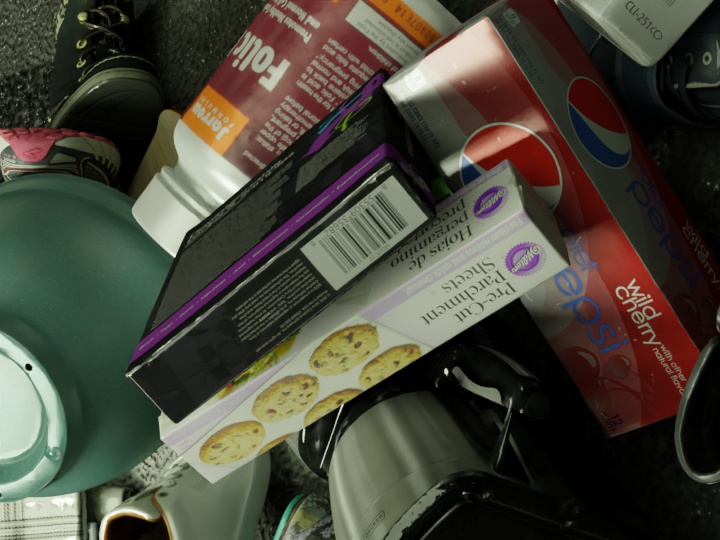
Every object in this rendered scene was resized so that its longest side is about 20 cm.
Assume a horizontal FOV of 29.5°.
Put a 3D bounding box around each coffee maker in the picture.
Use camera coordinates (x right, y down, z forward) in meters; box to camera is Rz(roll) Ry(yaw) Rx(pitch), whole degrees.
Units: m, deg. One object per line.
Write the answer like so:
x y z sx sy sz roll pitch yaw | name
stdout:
0.053 0.113 0.663 0.134 0.192 0.200 -39 30 6 | coffee maker

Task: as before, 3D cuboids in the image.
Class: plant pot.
-0.203 0.058 0.833 0.199 0.134 0.202 6 113 13 | plant pot

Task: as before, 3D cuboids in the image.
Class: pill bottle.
-0.035 -0.085 0.790 0.200 0.114 0.114 -52 47 4 | pill bottle

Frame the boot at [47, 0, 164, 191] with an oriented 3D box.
-0.190 -0.150 0.996 0.204 0.073 0.155 137 135 -62 | boot

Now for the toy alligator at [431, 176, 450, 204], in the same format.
0.000 0.000 0.808 0.200 0.054 0.060 -47 51 28 | toy alligator

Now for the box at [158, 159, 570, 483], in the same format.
-0.003 0.026 0.605 0.199 0.041 0.039 -32 35 18 | box

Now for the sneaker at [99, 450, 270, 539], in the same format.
-0.107 0.138 0.822 0.073 0.084 0.201 -43 25 25 | sneaker

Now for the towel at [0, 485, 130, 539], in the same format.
-0.256 0.244 0.956 0.198 0.035 0.194 -4 75 9 | towel

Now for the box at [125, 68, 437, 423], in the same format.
-0.032 -0.021 0.639 0.143 0.036 0.200 -38 16 13 | box

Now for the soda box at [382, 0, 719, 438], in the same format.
0.100 -0.027 0.629 0.070 0.063 0.201 -27 100 39 | soda box

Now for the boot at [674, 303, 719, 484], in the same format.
0.168 0.086 0.558 0.070 0.131 0.202 13 90 46 | boot

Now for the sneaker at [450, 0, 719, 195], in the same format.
0.130 -0.068 0.674 0.146 0.077 0.204 29 101 48 | sneaker

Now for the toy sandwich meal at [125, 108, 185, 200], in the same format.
-0.124 -0.008 0.926 0.204 0.070 0.207 -13 71 43 | toy sandwich meal

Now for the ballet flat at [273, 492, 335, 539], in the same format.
-0.046 0.230 0.796 0.072 0.072 0.202 34 105 44 | ballet flat

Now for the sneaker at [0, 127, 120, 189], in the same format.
-0.205 -0.040 0.956 0.080 0.200 0.075 5 69 2 | sneaker

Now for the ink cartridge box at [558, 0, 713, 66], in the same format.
0.143 -0.207 0.652 0.176 0.045 0.200 -47 33 10 | ink cartridge box
